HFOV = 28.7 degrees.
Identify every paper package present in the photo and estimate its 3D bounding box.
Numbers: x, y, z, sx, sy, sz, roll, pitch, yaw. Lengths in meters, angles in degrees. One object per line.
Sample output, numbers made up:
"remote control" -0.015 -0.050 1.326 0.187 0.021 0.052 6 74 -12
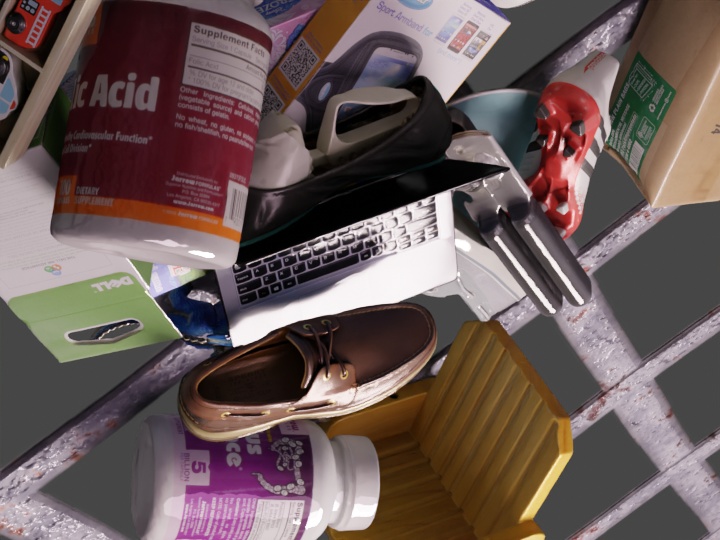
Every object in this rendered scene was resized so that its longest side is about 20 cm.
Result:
"paper package" 0.318 -0.166 1.176 0.190 0.104 0.200 -7 135 -28

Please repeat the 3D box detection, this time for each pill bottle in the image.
"pill bottle" -0.090 0.181 1.213 0.200 0.112 0.112 4 130 -20
"pill bottle" -0.116 -0.107 0.852 0.114 0.114 0.200 13 83 -43

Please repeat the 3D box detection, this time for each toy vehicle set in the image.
"toy vehicle set" -0.208 -0.173 0.792 0.200 0.124 0.027 -57 179 26

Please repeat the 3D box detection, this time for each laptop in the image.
"laptop" 0.000 0.000 0.986 0.187 0.116 0.200 -20 136 -11

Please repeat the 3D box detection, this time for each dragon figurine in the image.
"dragon figurine" -0.107 0.053 1.108 0.200 0.099 0.059 -7 134 -30

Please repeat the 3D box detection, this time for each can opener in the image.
"can opener" 0.122 -0.048 1.116 0.053 0.067 0.200 -20 131 25

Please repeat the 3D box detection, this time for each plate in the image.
"plate" 0.082 -0.074 1.168 0.200 0.026 0.200 -20 140 -18

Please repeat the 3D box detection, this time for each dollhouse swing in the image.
"dollhouse swing" 0.063 0.167 1.266 0.182 0.200 0.176 -14 139 -23

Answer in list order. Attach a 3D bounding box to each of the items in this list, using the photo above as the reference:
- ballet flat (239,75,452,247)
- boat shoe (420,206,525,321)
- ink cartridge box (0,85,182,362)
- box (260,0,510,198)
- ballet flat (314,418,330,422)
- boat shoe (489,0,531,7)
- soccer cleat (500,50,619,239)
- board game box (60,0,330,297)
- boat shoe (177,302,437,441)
"ballet flat" -0.030 -0.080 0.930 0.200 0.068 0.068 -25 130 -22
"boat shoe" 0.074 -0.006 1.159 0.072 0.070 0.201 -45 143 8
"ink cartridge box" -0.204 -0.026 0.944 0.104 0.059 0.200 -13 137 16
"box" 0.013 -0.142 0.971 0.119 0.041 0.200 19 119 -45
"ballet flat" -0.005 0.062 1.193 0.071 0.071 0.200 1 141 -36
"boat shoe" 0.175 -0.247 1.015 0.200 0.071 0.064 -37 141 2
"soccer cleat" 0.165 -0.093 1.138 0.085 0.069 0.200 -49 160 -31
"board game box" -0.102 -0.088 1.009 0.199 0.041 0.200 -25 140 -11
"boat shoe" -0.034 0.070 1.018 0.200 0.072 0.068 -18 166 -12
